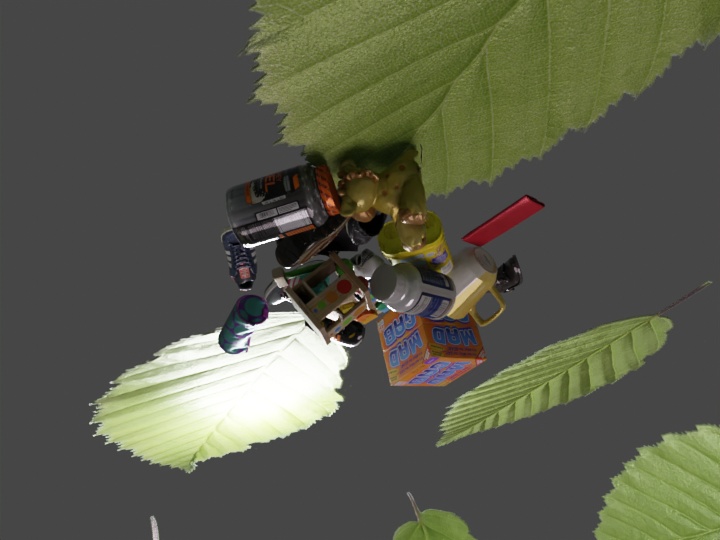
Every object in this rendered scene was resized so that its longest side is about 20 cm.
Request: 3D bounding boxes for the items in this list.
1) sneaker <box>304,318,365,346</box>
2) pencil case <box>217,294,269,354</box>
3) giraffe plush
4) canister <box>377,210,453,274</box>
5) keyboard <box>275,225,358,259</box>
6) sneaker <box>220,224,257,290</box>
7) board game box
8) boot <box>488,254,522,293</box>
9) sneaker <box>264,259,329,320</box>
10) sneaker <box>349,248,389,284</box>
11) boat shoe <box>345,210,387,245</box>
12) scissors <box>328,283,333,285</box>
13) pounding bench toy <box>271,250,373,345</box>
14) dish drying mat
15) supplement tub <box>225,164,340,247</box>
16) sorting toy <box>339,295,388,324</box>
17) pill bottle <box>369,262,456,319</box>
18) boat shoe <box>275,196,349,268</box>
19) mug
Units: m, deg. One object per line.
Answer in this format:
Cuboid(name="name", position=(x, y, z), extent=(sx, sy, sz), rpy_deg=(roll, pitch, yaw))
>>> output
Cuboid(name="sneaker", position=(-0.073, 0.159, 1.937), extent=(0.090, 0.070, 0.200), rpy_deg=(16, 173, -37))
Cuboid(name="pencil case", position=(-0.302, 0.143, 1.862), extent=(0.092, 0.085, 0.200), rpy_deg=(25, 143, -11))
Cuboid(name="giraffe plush", position=(0.038, -0.140, 1.371), extent=(0.161, 0.173, 0.201), rpy_deg=(-4, 118, 0))
Cuboid(name="canister", position=(0.133, -0.046, 1.685), extent=(0.148, 0.087, 0.200), rpy_deg=(-17, 154, 9))
Cuboid(name="keyboard", position=(-0.096, -0.075, 1.606), extent=(0.199, 0.040, 0.105), rpy_deg=(2, 127, -24))
Cuboid(name="sneaker", position=(-0.255, -0.024, 1.563), extent=(0.074, 0.085, 0.200), rpy_deg=(-10, 153, -5))
Cuboid(name="board game box", position=(0.198, 0.197, 2.052), extent=(0.199, 0.201, 0.200), rpy_deg=(7, 147, -33))
Cuboid(name="boot", position=(0.333, 0.031, 1.936), extent=(0.173, 0.070, 0.200), rpy_deg=(-10, 155, -7))
Cuboid(name="sneaker", position=(-0.148, 0.070, 1.746), extent=(0.199, 0.121, 0.083), rpy_deg=(-30, 149, 31))
Cuboid(name="sneaker", position=(0.000, 0.000, 1.745), extent=(0.080, 0.077, 0.200), rpy_deg=(42, 151, -9))
Cuboid(name="boat shoe", position=(0.020, -0.105, 1.531), extent=(0.074, 0.066, 0.200), rpy_deg=(-2, 146, -22))
Cuboid(name="scissors", position=(-0.100, 0.082, 1.914), extent=(0.073, 0.014, 0.200), rpy_deg=(-8, 154, -14))
Cuboid(name="pounding bench toy", position=(-0.084, 0.031, 1.620), extent=(0.156, 0.200, 0.124), rpy_deg=(-39, 161, -9))
Cuboid(name="dish drying mat", position=(0.335, -0.116, 1.713), extent=(0.077, 0.018, 0.200), rpy_deg=(14, 144, -40))
Cuboid(name="supplement tub", position=(-0.145, -0.126, 1.372), extent=(0.199, 0.123, 0.123), rpy_deg=(-17, 153, 7))
Cuboid(name="sorting toy", position=(0.016, 0.093, 1.942), extent=(0.199, 0.037, 0.185), rpy_deg=(-28, 152, 24))
Cuboid(name="pill bottle", position=(0.117, 0.044, 1.636), extent=(0.111, 0.112, 0.199), rpy_deg=(-33, 149, 34))
Cuboid(name="boat shoe", position=(-0.093, -0.080, 1.532), extent=(0.200, 0.076, 0.074), rpy_deg=(-37, 164, 17))
Cuboid(name="mug", position=(0.275, 0.028, 1.820), extent=(0.186, 0.150, 0.153), rpy_deg=(32, 125, -21))
